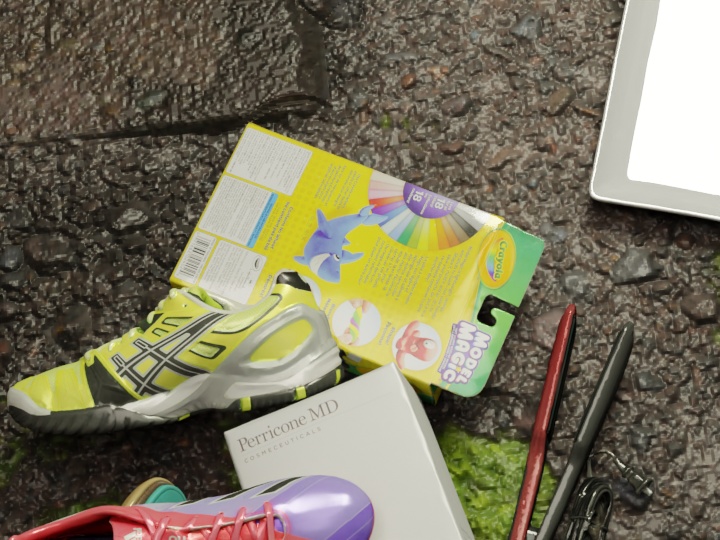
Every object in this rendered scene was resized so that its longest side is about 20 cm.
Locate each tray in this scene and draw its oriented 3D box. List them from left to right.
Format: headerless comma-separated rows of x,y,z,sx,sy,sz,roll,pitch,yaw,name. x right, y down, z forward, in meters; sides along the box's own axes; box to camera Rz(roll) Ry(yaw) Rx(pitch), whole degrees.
0.211,-0.123,1.289,0.107,0.022,0.201,10,70,10,tray

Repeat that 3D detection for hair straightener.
0.129,0.121,1.190,0.077,0.041,0.201,14,71,11,hair straightener

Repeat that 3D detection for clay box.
0.000,0.000,1.246,0.199,0.048,0.115,22,72,12,clay box

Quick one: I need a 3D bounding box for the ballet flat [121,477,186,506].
-0.145,0.213,1.169,0.063,0.069,0.201,-8,62,33,ballet flat

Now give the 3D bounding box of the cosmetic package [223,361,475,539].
0.011,0.167,1.157,0.113,0.081,0.201,-25,69,4,cosmetic package

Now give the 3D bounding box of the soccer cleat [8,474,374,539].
-0.092,0.148,1.102,0.199,0.076,0.067,-11,70,8,soccer cleat

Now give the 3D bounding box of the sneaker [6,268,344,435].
-0.111,0.050,1.206,0.199,0.075,0.077,-11,91,7,sneaker
